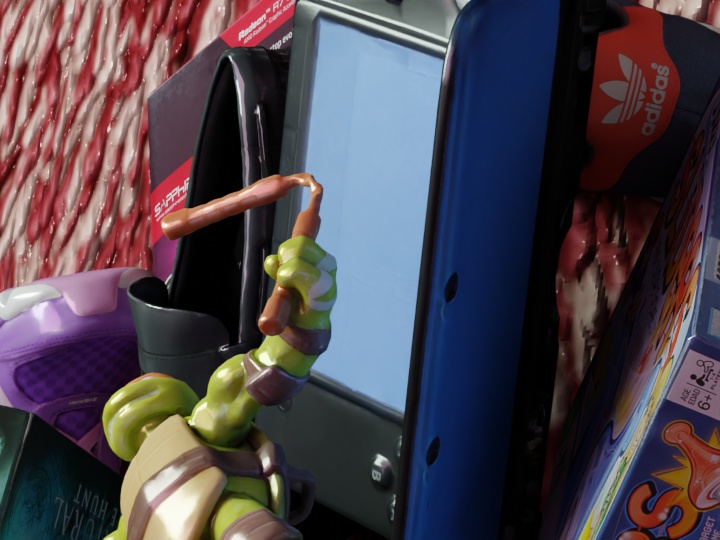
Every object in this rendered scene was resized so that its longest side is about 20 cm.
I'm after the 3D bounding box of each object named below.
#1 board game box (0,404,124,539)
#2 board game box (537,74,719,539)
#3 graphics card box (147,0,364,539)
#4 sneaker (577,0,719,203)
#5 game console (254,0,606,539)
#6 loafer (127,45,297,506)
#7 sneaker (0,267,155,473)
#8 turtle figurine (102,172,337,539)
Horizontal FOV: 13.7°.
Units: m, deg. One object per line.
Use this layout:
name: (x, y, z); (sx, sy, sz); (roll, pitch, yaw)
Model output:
board game box: (-0.109, 0.134, 1.041); (0.028, 0.200, 0.135); (10, 77, 18)
board game box: (0.084, 0.037, 0.803); (0.200, 0.034, 0.135); (-68, 1, -65)
graphics card box: (-0.025, 0.000, 1.083); (0.125, 0.051, 0.200); (-33, 53, 47)
sneaker: (0.046, -0.064, 0.959); (0.200, 0.084, 0.075); (7, 84, 59)
game console: (0.000, 0.000, 0.859); (0.171, 0.118, 0.200); (23, 113, 43)
loafer: (-0.049, 0.022, 0.998); (0.068, 0.070, 0.201); (26, 101, 57)
sneaker: (-0.119, 0.073, 1.172); (0.200, 0.080, 0.089); (121, 139, -52)
turtle figurine: (-0.051, 0.082, 0.855); (0.200, 0.064, 0.161); (-48, 34, 16)
